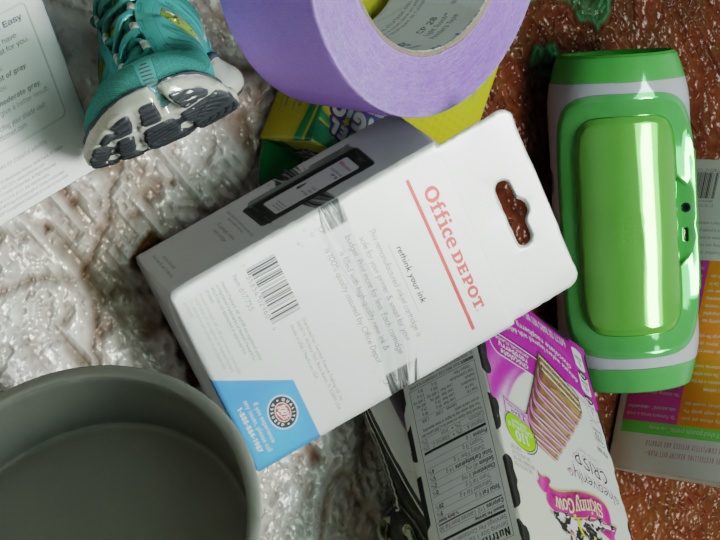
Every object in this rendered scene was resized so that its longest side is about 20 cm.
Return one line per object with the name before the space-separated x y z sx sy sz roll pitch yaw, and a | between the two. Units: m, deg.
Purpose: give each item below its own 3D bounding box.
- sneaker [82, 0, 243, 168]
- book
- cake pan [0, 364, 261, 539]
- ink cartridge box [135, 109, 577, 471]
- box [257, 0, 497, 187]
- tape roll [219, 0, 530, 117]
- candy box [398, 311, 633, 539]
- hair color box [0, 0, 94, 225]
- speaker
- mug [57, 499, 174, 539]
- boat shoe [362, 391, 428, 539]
sneaker | -0.106 -0.100 1.165 0.077 0.200 0.080 -24 101 3
book | 0.225 0.032 1.498 0.048 0.133 0.200 17 82 -42
cake pan | -0.135 0.138 1.132 0.200 0.200 0.037 -59 147 -23
ink cartridge box | 0.000 0.000 1.273 0.200 0.068 0.116 -29 116 -9
box | 0.019 -0.114 1.351 0.117 0.048 0.200 30 74 -40
tape roll | 0.013 -0.181 1.243 0.200 0.066 0.200 -16 111 -48
candy box | 0.087 0.110 1.345 0.136 0.061 0.200 35 35 -45
hair color box | -0.204 -0.118 1.129 0.100 0.060 0.200 -35 116 -37
speaker | 0.158 -0.031 1.462 0.088 0.088 0.200 -10 100 -43
mug | -0.118 0.198 1.209 0.149 0.187 0.153 18 69 -10
boat shoe | 0.043 0.147 1.373 0.200 0.064 0.071 62 24 0
